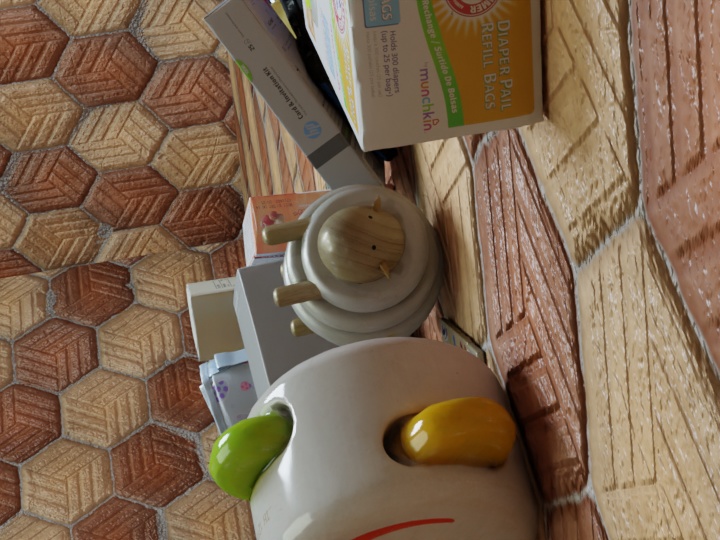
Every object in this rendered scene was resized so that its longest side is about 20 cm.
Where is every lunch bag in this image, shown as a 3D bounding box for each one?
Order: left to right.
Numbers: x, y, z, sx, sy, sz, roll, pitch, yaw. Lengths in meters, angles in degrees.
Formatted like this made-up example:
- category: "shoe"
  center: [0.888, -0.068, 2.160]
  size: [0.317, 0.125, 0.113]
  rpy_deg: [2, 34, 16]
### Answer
- category: "lunch bag"
  center: [-0.055, 0.144, 1.487]
  size: [0.127, 0.169, 0.200]
  rpy_deg: [-107, -2, -49]

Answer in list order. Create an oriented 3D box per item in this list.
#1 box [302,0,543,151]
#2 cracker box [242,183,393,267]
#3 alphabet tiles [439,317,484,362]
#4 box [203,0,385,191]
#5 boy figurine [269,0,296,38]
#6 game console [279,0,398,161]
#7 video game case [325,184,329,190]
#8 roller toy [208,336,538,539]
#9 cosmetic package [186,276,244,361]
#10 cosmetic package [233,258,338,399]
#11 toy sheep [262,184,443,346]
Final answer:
- category: "box"
  center: [0.027, -0.161, 0.836]
  size: [0.200, 0.101, 0.113]
  rpy_deg: [-111, 13, -59]
- category: "cracker box"
  center: [-0.043, -0.038, 1.429]
  size: [0.200, 0.133, 0.058]
  rpy_deg: [146, 118, -82]
- category: "alphabet tiles"
  center: [0.081, 0.124, 1.164]
  size: [0.200, 0.008, 0.168]
  rpy_deg: [-135, 36, -78]
- category: "box"
  center: [-0.052, -0.150, 1.263]
  size: [0.200, 0.041, 0.156]
  rpy_deg: [54, -172, -12]
- category: "boy figurine"
  center: [-0.062, -0.241, 1.482]
  size: [0.201, 0.124, 0.064]
  rpy_deg: [59, -159, 2]
- category: "game console"
  center: [0.002, -0.223, 1.304]
  size: [0.171, 0.118, 0.200]
  rpy_deg: [49, -168, -31]
- category: "video game case"
  center: [-0.024, -0.103, 1.675]
  size: [0.143, 0.018, 0.201]
  rpy_deg: [-109, 12, -52]
- category: "roller toy"
  center: [0.021, 0.146, 0.972]
  size: [0.183, 0.199, 0.140]
  rpy_deg: [52, -161, -51]
- category: "cosmetic package"
  center: [-0.077, 0.038, 1.543]
  size: [0.105, 0.199, 0.071]
  rpy_deg: [-140, 42, -81]
- category: "cosmetic package"
  center: [-0.052, 0.095, 1.340]
  size: [0.107, 0.090, 0.201]
  rpy_deg: [107, 146, -68]
- category: "toy sheep"
  center: [0.000, 0.000, 1.157]
  size: [0.200, 0.137, 0.139]
  rpy_deg: [69, -170, -76]
